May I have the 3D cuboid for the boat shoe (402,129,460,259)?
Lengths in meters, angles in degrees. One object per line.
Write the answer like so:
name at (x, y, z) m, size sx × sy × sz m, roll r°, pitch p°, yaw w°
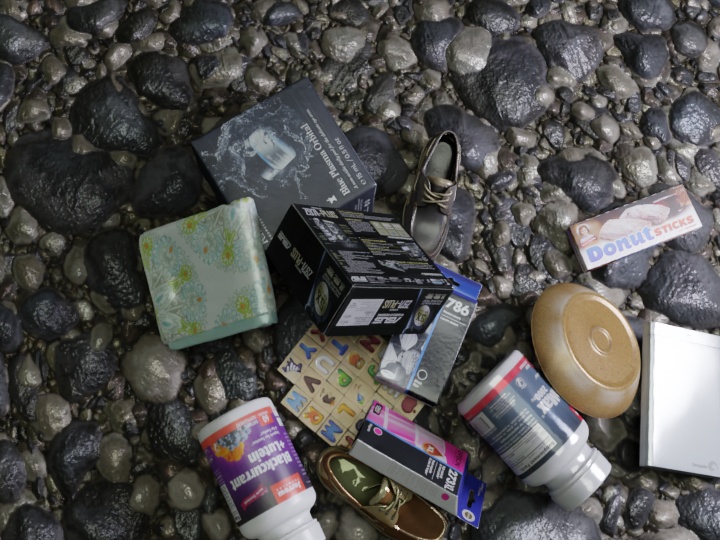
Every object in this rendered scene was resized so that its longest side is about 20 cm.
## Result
boat shoe at (0.106, -0.118, 1.306) m, size 0.073 × 0.073 × 0.204 m, roll 9°, pitch 74°, yaw -1°

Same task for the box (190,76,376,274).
box at (-0.109, -0.134, 1.277) m, size 0.198 × 0.118 × 0.198 m, roll -31°, pitch 79°, yaw -10°

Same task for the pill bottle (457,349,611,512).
pill bottle at (0.239, 0.220, 1.199) m, size 0.119 × 0.120 × 0.200 m, roll -41°, pitch 81°, yaw -13°

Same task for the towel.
towel at (-0.210, 0.009, 1.205) m, size 0.197 × 0.048 × 0.174 m, roll -14°, pitch 89°, yaw 29°

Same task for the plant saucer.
plant saucer at (0.326, 0.103, 1.232) m, size 0.197 × 0.035 × 0.203 m, roll 15°, pitch 58°, yaw -26°

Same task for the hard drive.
hard drive at (0.459, 0.184, 1.255) m, size 0.130 × 0.027 × 0.204 m, roll 12°, pitch 74°, yaw -17°

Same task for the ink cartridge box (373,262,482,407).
ink cartridge box at (0.101, 0.083, 1.266) m, size 0.098 × 0.039 × 0.203 m, roll 23°, pitch 72°, yaw 3°

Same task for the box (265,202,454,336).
box at (0.000, 0.000, 1.181) m, size 0.198 × 0.087 × 0.164 m, roll 2°, pitch 40°, yaw -45°

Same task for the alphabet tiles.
alphabet tiles at (-0.013, 0.165, 1.257) m, size 0.199 × 0.006 × 0.167 m, roll 38°, pitch 76°, yaw 7°

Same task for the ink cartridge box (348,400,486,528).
ink cartridge box at (0.085, 0.260, 1.192) m, size 0.198 × 0.095 × 0.037 m, roll 31°, pitch 119°, yaw 1°

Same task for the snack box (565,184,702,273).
snack box at (0.414, -0.064, 1.336) m, size 0.197 × 0.024 × 0.073 m, roll -20°, pitch 78°, yaw -9°

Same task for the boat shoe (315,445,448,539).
boat shoe at (0.026, 0.306, 1.184) m, size 0.198 × 0.074 × 0.076 m, roll 30°, pitch 75°, yaw 1°

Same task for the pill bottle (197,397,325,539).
pill bottle at (-0.126, 0.281, 1.165) m, size 0.110 × 0.112 × 0.202 m, roll -26°, pitch 78°, yaw -10°
